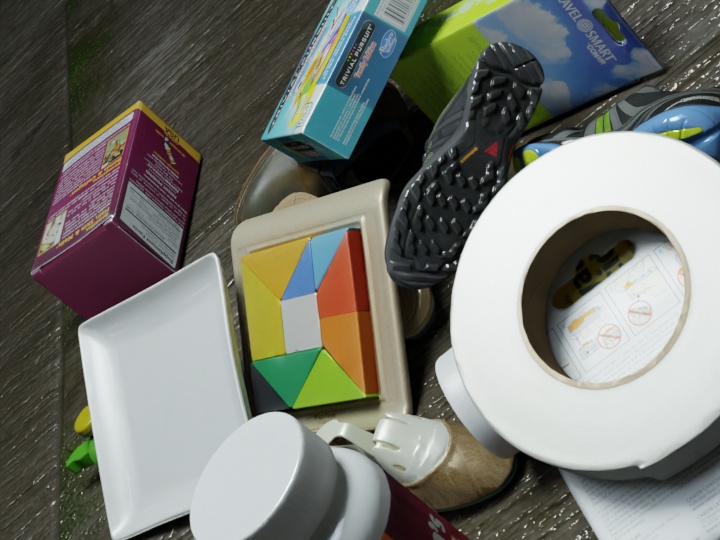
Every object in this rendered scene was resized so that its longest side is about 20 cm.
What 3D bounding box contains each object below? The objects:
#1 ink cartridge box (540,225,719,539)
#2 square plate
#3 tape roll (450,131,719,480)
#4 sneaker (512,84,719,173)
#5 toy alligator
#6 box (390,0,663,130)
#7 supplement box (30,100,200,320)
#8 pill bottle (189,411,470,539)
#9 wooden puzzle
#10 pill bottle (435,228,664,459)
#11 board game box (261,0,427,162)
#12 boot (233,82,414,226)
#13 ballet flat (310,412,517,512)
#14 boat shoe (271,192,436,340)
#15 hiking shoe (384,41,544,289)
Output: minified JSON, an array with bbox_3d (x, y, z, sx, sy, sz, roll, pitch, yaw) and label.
[{"bbox_3d":[0.181,0.068,0.867,0.162,0.050,0.201,-39,55,17],"label":"ink cartridge box"},{"bbox_3d":[-0.161,0.112,1.261,0.197,0.028,0.202,-26,69,39],"label":"square plate"},{"bbox_3d":[0.146,0.020,0.853,0.201,0.037,0.205,-11,68,30],"label":"tape roll"},{"bbox_3d":[0.195,-0.088,1.089,0.199,0.071,0.083,-15,21,48],"label":"sneaker"},{"bbox_3d":[-0.195,0.121,1.344,0.200,0.059,0.054,-45,31,6],"label":"toy alligator"},{"bbox_3d":[0.131,-0.176,1.198,0.199,0.122,0.048,-23,38,36],"label":"box"},{"bbox_3d":[-0.258,-0.063,1.587,0.130,0.103,0.201,-30,35,28],"label":"supplement box"},{"bbox_3d":[-0.003,0.177,0.900,0.109,0.200,0.110,-32,35,25],"label":"pill bottle"},{"bbox_3d":[-0.040,0.040,1.182,0.184,0.037,0.202,-14,75,44],"label":"wooden puzzle"},{"bbox_3d":[0.149,0.033,0.956,0.200,0.111,0.112,-39,32,16],"label":"pill bottle"},{"bbox_3d":[-0.017,-0.170,1.254,0.152,0.047,0.200,-63,13,-3],"label":"board game box"},{"bbox_3d":[-0.034,-0.091,1.362,0.200,0.075,0.097,-42,28,8],"label":"boot"},{"bbox_3d":[0.018,0.131,1.050,0.199,0.072,0.068,-8,48,48],"label":"ballet flat"},{"bbox_3d":[0.000,0.000,1.227,0.200,0.065,0.072,33,87,41],"label":"boat shoe"},{"bbox_3d":[0.079,-0.073,1.138,0.201,0.075,0.101,-61,1,-5],"label":"hiking shoe"}]
